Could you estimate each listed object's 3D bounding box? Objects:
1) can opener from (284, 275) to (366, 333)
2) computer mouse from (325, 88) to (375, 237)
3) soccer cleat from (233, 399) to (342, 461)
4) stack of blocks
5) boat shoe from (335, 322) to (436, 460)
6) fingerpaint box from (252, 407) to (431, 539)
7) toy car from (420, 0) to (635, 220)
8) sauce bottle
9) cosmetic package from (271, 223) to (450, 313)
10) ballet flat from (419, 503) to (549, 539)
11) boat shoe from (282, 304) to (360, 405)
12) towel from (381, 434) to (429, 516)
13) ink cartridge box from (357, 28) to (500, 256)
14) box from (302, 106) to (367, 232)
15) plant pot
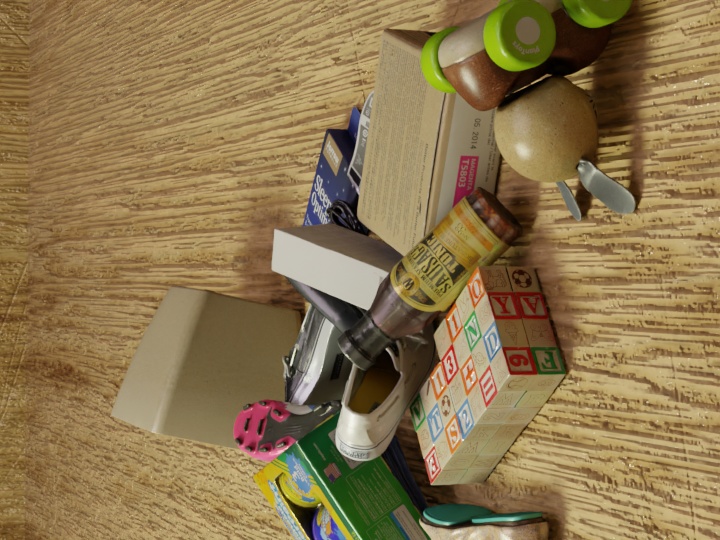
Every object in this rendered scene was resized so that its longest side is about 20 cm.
[{"bbox_3d":[-0.014,0.048,1.848,0.079,0.063,0.200,-48,52,-6],"label":"can opener"},{"bbox_3d":[0.024,-0.102,1.821,0.110,0.044,0.202,41,126,37],"label":"computer mouse"},{"bbox_3d":[-0.055,0.182,1.893,0.199,0.086,0.071,-6,66,44],"label":"soccer cleat"},{"bbox_3d":[0.111,0.100,1.598,0.201,0.058,0.116,119,145,-49],"label":"stack of blocks"},{"bbox_3d":[0.025,0.086,1.681,0.203,0.074,0.087,-58,-22,-45],"label":"boat shoe"},{"bbox_3d":[-0.009,0.256,1.739,0.201,0.073,0.167,56,154,5],"label":"fingerpaint box"},{"bbox_3d":[0.167,-0.137,1.436,0.202,0.157,0.164,63,162,-8],"label":"toy car"},{"bbox_3d":[0.061,0.012,1.595,0.200,0.066,0.066,-47,37,11],"label":"sauce bottle"},{"bbox_3d":[0.000,0.000,1.767,0.199,0.082,0.051,22,113,48],"label":"cosmetic package"},{"bbox_3d":[0.110,0.255,1.592,0.200,0.067,0.068,169,94,-68],"label":"ballet flat"},{"bbox_3d":[-0.055,0.107,1.953,0.068,0.073,0.201,43,130,37],"label":"boat shoe"},{"bbox_3d":[0.023,0.251,1.798,0.146,0.024,0.200,62,153,3],"label":"towel"},{"bbox_3d":[0.069,-0.121,1.682,0.165,0.074,0.202,-140,55,-59],"label":"ink cartridge box"},{"bbox_3d":[-0.023,-0.073,1.955,0.122,0.032,0.202,-119,38,-50],"label":"box"},{"bbox_3d":[-0.172,0.120,2.121,0.199,0.198,0.179,5,81,67],"label":"plant pot"}]
